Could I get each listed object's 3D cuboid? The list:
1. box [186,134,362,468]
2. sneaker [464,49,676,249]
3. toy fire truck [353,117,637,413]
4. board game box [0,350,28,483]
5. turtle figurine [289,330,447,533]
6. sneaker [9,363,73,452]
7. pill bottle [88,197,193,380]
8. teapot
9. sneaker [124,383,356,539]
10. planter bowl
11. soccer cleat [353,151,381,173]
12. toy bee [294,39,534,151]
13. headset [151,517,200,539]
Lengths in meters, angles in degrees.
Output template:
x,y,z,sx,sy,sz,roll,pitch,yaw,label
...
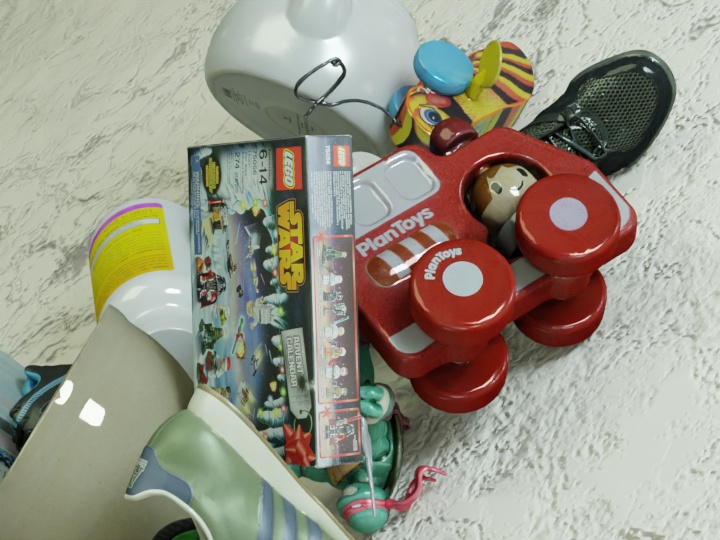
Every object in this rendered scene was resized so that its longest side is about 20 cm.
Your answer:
x,y,z,sx,sy,sz,roll,pitch,yaw,label
-0.056,0.019,1.251,0.136,0.040,0.202,-1,91,52,box
0.133,-0.072,1.375,0.199,0.076,0.114,-33,11,23,sneaker
0.069,-0.022,1.279,0.199,0.112,0.168,-32,63,-17,toy fire truck
-0.313,0.151,1.578,0.064,0.147,0.201,-37,27,28,board game box
-0.017,0.104,1.325,0.149,0.100,0.201,-37,46,31,turtle figurine
-0.238,0.142,1.556,0.201,0.081,0.074,-91,11,-61,sneaker
-0.164,0.028,1.608,0.104,0.104,0.200,-37,28,10,pill bottle
-0.022,-0.179,1.615,0.199,0.197,0.147,4,64,54,teapot
-0.059,0.169,1.192,0.090,0.200,0.067,-44,7,-13,sneaker
-0.168,0.143,1.366,0.201,0.134,0.200,-58,7,11,planter bowl
-0.034,-0.002,1.475,0.069,0.078,0.201,26,62,18,soccer cleat
0.060,-0.109,1.500,0.199,0.131,0.109,-24,64,-17,toy bee
-0.077,0.244,1.215,0.094,0.123,0.201,-58,38,30,headset
